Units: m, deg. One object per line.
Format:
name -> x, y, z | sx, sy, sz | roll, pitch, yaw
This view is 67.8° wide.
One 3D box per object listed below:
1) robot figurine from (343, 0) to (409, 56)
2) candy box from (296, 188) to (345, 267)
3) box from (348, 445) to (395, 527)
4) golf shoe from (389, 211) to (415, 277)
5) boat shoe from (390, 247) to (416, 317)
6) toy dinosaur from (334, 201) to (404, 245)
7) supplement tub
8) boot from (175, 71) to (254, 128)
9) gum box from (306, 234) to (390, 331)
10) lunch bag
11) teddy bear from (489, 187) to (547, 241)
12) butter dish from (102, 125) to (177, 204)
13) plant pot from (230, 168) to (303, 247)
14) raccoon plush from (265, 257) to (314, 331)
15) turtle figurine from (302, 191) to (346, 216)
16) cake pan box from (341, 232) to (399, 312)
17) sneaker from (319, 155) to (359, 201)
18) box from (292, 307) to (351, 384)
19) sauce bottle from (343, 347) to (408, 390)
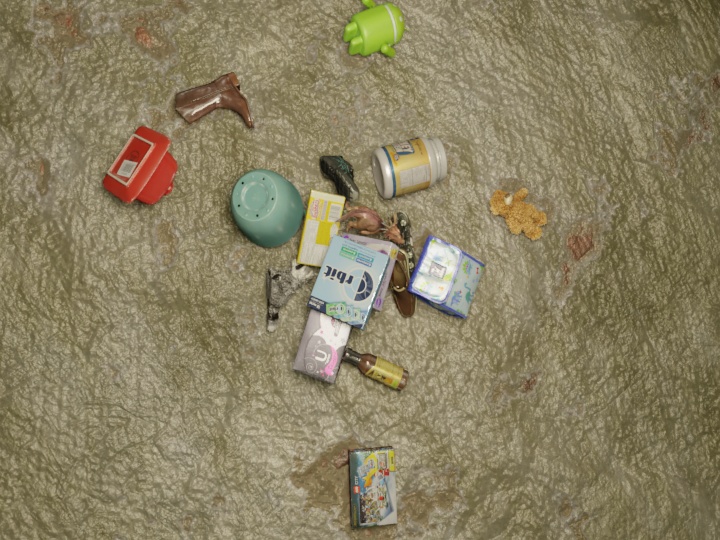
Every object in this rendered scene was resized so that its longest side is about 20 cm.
robot figurine -> 0.046, -0.718, 1.595 | 0.194, 0.116, 0.181 | -23, 87, -10
candy box -> -0.111, -0.113, 1.484 | 0.098, 0.026, 0.208 | 9, 104, -18
box -> 0.034, 0.615, 1.528 | 0.131, 0.038, 0.209 | -1, 86, -9
golf shoe -> 0.131, -0.072, 1.577 | 0.074, 0.088, 0.208 | 2, 110, 17
boat shoe -> 0.113, 0.046, 1.539 | 0.072, 0.075, 0.210 | -7, 108, 22
toy dinosaur -> 0.031, -0.138, 1.465 | 0.195, 0.133, 0.089 | 14, 89, -38
supplement tub -> 0.141, -0.303, 1.563 | 0.193, 0.145, 0.150 | -16, 88, -10
boot -> -0.417, -0.453, 1.528 | 0.195, 0.064, 0.191 | -25, 77, -13
gum box -> -0.031, 0.031, 1.425 | 0.164, 0.045, 0.207 | 20, 82, 13
lunch bag -> 0.241, 0.019, 1.544 | 0.196, 0.126, 0.175 | 28, 80, -23
teddy bear -> 0.491, -0.179, 1.648 | 0.145, 0.067, 0.201 | -44, 93, -12
butter dish -> -0.571, -0.260, 1.457 | 0.196, 0.148, 0.203 | 26, 79, 37
plant pot -> -0.265, -0.181, 1.460 | 0.192, 0.161, 0.210 | -1, 82, 5
raccoon plush -> -0.202, 0.066, 1.531 | 0.129, 0.097, 0.208 | 0, 114, -22
turtle figurine -> -0.110, -0.149, 1.540 | 0.144, 0.101, 0.209 | 11, 90, -5
cake pan box -> 0.000, 0.000, 1.512 | 0.052, 0.195, 0.191 | 28, 79, -50
sneaker -> -0.046, -0.275, 1.532 | 0.077, 0.077, 0.202 | -17, 49, -24
box -> -0.098, 0.196, 1.495 | 0.127, 0.115, 0.208 | 18, 83, 1
sauce bottle -> 0.042, 0.280, 1.545 | 0.194, 0.065, 0.067 | 25, 82, -4
